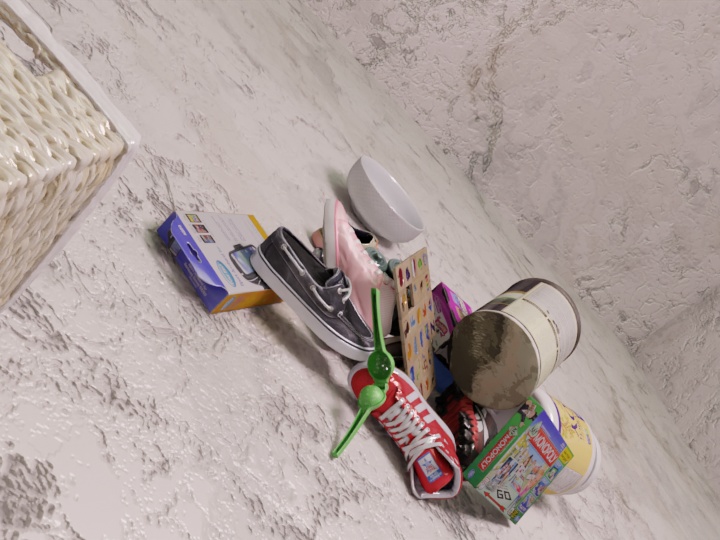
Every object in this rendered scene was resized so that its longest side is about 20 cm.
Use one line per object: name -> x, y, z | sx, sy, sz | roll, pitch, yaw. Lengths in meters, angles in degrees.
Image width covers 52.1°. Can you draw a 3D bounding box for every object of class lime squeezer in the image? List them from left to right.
lime squeezer -> 0.013, 0.130, 0.873 | 0.071, 0.037, 0.204 | 60, 42, -61

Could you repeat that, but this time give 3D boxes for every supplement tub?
supplement tub -> 0.295, 0.281, 1.202 | 0.199, 0.145, 0.147 | 32, 24, -41

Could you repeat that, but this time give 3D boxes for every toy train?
toy train -> 0.012, 0.028, 1.115 | 0.197, 0.085, 0.116 | 22, 40, -34

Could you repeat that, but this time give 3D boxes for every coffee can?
coffee can -> 0.239, 0.107, 1.129 | 0.147, 0.146, 0.199 | 52, 34, 11

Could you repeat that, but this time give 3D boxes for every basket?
basket -> -0.289, -0.073, 0.460 | 0.199, 0.199, 0.161 | 46, 24, -6

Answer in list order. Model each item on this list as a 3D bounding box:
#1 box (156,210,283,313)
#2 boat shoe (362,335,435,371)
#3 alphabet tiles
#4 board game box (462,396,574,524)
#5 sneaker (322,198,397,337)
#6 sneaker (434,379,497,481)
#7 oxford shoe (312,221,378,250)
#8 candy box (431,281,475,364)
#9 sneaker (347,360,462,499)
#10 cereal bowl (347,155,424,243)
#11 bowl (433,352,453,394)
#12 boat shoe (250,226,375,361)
box -> -0.159, -0.013, 0.887 | 0.120, 0.041, 0.199 | 54, 21, 12
boat shoe -> 0.056, 0.128, 1.069 | 0.199, 0.070, 0.061 | 9, 71, -64
alphabet tiles -> 0.083, 0.081, 1.043 | 0.167, 0.007, 0.206 | -30, 114, -68
board game box -> 0.221, 0.265, 1.008 | 0.029, 0.135, 0.200 | 40, -5, 40
sneaker -> 0.000, 0.000, 1.009 | 0.075, 0.102, 0.206 | 109, -24, -78
sneaker -> 0.161, 0.245, 1.076 | 0.098, 0.071, 0.201 | 42, 18, -12
oxford shoe -> 0.011, -0.016, 1.229 | 0.199, 0.074, 0.071 | 39, 21, -30
candy box -> 0.193, 0.129, 1.267 | 0.199, 0.061, 0.138 | 39, 23, -29
sneaker -> 0.061, 0.204, 0.923 | 0.200, 0.071, 0.113 | 45, 15, -22
cereal bowl -> 0.040, -0.133, 1.509 | 0.200, 0.083, 0.201 | 42, 20, -19
bowl -> 0.136, 0.136, 1.281 | 0.200, 0.039, 0.202 | 44, 19, -19
boat shoe -> -0.042, 0.027, 0.902 | 0.200, 0.068, 0.072 | 45, 22, -10
